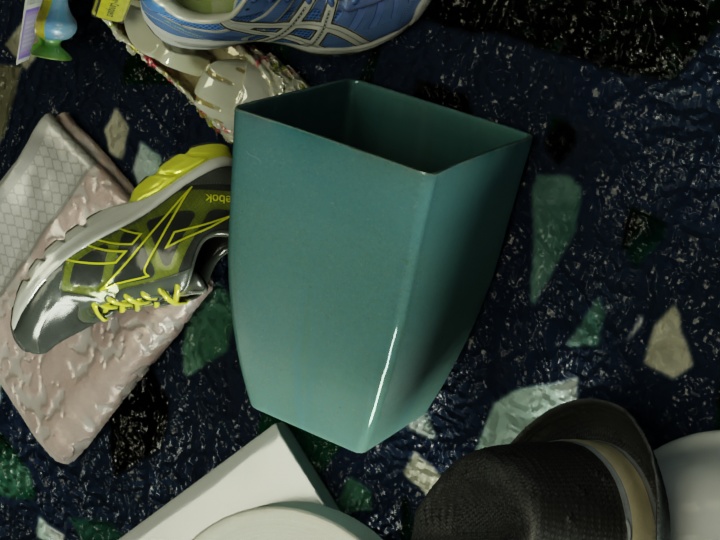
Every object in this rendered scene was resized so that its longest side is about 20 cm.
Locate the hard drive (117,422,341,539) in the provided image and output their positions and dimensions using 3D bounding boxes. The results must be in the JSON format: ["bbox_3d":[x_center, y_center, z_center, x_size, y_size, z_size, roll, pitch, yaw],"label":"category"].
[{"bbox_3d":[-0.099,0.219,1.116,0.200,0.026,0.132,-37,77,13],"label":"hard drive"}]

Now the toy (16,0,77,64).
[{"bbox_3d":[-0.194,-0.244,1.107,0.047,0.115,0.201,16,103,0],"label":"toy"}]

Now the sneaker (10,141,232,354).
[{"bbox_3d":[-0.152,-0.002,1.085,0.200,0.074,0.085,-40,75,-1],"label":"sneaker"}]

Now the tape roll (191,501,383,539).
[{"bbox_3d":[-0.049,0.259,1.062,0.201,0.037,0.205,-1,87,20],"label":"tape roll"}]

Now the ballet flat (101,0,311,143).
[{"bbox_3d":[-0.108,-0.138,1.086,0.200,0.064,0.076,37,111,20],"label":"ballet flat"}]

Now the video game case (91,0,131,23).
[{"bbox_3d":[-0.132,-0.278,1.004,0.025,0.181,0.202,13,80,-13],"label":"video game case"}]

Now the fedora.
[{"bbox_3d":[0.093,0.159,0.939,0.200,0.091,0.202,-41,42,49],"label":"fedora"}]

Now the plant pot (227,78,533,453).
[{"bbox_3d":[0.000,0.000,1.002,0.141,0.141,0.201,21,113,26],"label":"plant pot"}]

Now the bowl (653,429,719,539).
[{"bbox_3d":[0.213,0.202,0.930,0.200,0.090,0.203,4,97,30],"label":"bowl"}]

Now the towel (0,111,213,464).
[{"bbox_3d":[-0.225,0.013,1.188,0.191,0.032,0.200,49,116,16],"label":"towel"}]

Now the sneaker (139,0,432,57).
[{"bbox_3d":[-0.048,-0.177,1.015,0.198,0.077,0.076,-7,89,4],"label":"sneaker"}]
